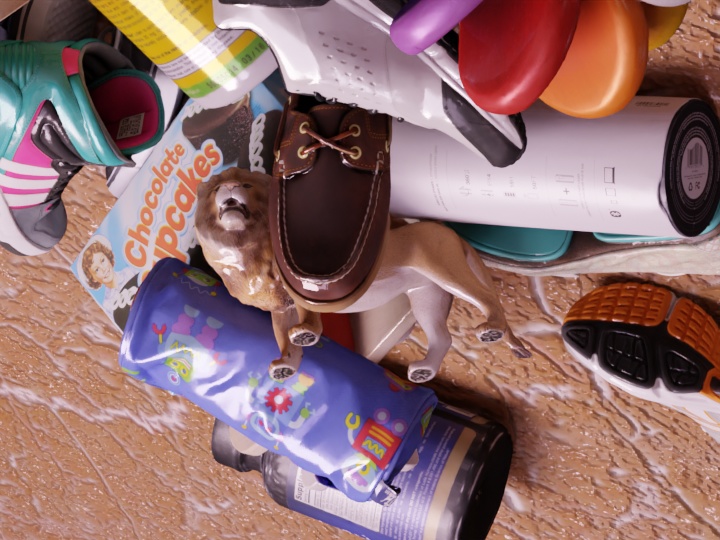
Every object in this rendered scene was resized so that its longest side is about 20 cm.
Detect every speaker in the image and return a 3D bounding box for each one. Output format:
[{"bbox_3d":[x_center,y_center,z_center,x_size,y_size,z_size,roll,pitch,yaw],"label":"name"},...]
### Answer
[{"bbox_3d":[0.105,-0.064,1.363,0.200,0.081,0.081,4,139,34],"label":"speaker"}]

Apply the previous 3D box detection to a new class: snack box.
[{"bbox_3d":[-0.092,-0.031,1.476,0.116,0.037,0.200,49,119,20],"label":"snack box"}]

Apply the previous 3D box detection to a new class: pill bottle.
[{"bbox_3d":[-0.120,-0.197,1.331,0.200,0.111,0.111,44,145,-20],"label":"pill bottle"},{"bbox_3d":[0.000,0.132,1.682,0.200,0.112,0.112,19,146,17],"label":"pill bottle"}]

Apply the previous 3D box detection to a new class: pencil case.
[{"bbox_3d":[-0.053,0.069,1.417,0.200,0.078,0.087,28,109,6],"label":"pencil case"}]

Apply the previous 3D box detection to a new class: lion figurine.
[{"bbox_3d":[0.000,0.000,1.385,0.199,0.123,0.073,5,142,-15],"label":"lion figurine"}]

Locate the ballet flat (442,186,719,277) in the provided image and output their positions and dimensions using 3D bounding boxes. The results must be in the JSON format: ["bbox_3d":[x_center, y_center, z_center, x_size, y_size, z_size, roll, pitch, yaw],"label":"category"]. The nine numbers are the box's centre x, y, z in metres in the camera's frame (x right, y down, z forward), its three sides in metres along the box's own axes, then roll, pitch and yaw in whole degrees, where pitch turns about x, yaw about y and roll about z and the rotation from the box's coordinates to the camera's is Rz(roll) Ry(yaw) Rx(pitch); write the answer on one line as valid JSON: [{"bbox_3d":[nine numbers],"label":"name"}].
[{"bbox_3d":[0.143,-0.017,1.408,0.200,0.068,0.062,3,149,32],"label":"ballet flat"}]

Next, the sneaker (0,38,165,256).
[{"bbox_3d":[-0.177,-0.078,1.440,0.120,0.084,0.200,-7,152,5],"label":"sneaker"}]

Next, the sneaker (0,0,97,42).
[{"bbox_3d":[-0.217,-0.140,1.502,0.079,0.079,0.200,30,155,8],"label":"sneaker"}]

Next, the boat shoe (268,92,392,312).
[{"bbox_3d":[-0.016,-0.076,1.334,0.070,0.200,0.070,1,148,5],"label":"boat shoe"}]

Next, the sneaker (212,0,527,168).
[{"bbox_3d":[0.005,-0.117,1.292,0.200,0.074,0.080,38,103,-8],"label":"sneaker"}]

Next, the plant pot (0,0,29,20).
[{"bbox_3d":[-0.289,-0.234,1.379,0.187,0.187,0.200,-11,117,46],"label":"plant pot"}]

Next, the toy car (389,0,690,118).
[{"bbox_3d":[0.072,-0.158,1.197,0.200,0.150,0.175,38,147,-13],"label":"toy car"}]

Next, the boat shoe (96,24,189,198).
[{"bbox_3d":[-0.145,-0.120,1.488,0.068,0.074,0.199,26,147,0],"label":"boat shoe"}]

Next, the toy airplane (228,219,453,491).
[{"bbox_3d":[-0.009,0.044,1.536,0.200,0.141,0.200,15,107,40],"label":"toy airplane"}]

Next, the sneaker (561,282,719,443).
[{"bbox_3d":[0.219,0.077,1.475,0.200,0.076,0.092,21,151,16],"label":"sneaker"}]
